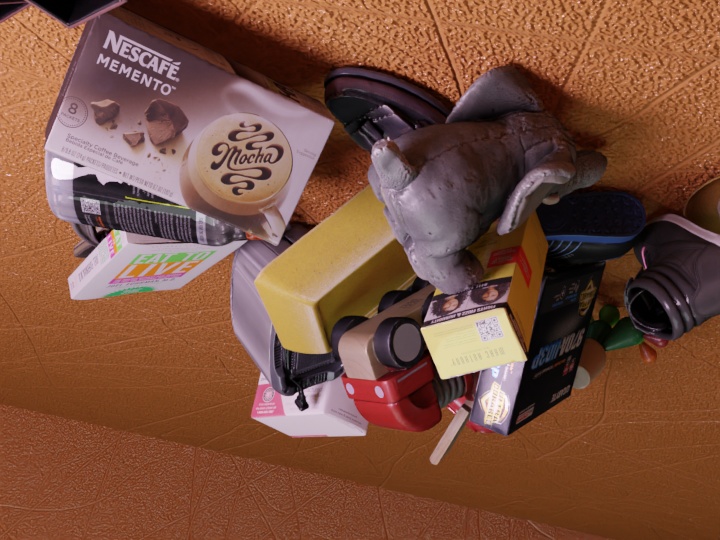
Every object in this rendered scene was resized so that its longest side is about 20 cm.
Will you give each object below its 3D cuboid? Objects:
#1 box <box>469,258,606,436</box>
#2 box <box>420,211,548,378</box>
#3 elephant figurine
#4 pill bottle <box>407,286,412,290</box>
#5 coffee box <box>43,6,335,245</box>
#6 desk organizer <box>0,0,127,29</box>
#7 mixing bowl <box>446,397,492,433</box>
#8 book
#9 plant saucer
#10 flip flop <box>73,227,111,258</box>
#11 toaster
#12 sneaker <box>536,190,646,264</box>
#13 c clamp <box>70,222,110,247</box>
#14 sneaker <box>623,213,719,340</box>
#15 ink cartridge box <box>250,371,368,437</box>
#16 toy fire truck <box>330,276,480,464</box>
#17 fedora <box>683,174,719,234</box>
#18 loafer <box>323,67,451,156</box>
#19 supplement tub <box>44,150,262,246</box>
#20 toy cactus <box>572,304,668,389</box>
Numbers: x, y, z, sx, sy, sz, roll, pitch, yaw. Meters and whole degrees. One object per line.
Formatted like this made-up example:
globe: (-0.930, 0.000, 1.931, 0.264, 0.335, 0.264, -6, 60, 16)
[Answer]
box: (0.185, 0.067, 1.009, 0.045, 0.162, 0.199, 18, -167, 27)
box: (0.109, 0.011, 0.821, 0.074, 0.201, 0.051, -15, 111, 24)
elephant figurine: (0.111, -0.087, 0.777, 0.198, 0.143, 0.155, -29, -165, -2)
pill bottle: (0.080, 0.036, 1.133, 0.197, 0.122, 0.119, -6, 156, 35)
coffee box: (-0.135, -0.117, 0.776, 0.197, 0.114, 0.080, 23, -165, -22)
desk organizer: (-0.233, -0.207, 0.677, 0.198, 0.078, 0.071, -9, 154, 41)
mixing bowl: (0.145, 0.131, 1.239, 0.200, 0.109, 0.200, 42, 175, 4)
book: (-0.222, -0.018, 1.052, 0.132, 0.049, 0.199, -8, 168, -33)
plant saucer: (0.000, 0.000, 0.975, 0.049, 0.199, 0.201, 46, 168, 20)
flip flop: (-0.267, -0.068, 1.110, 0.080, 0.058, 0.200, -1, 152, -34)
toaster: (-0.079, 0.045, 1.127, 0.112, 0.129, 0.203, -17, 131, -29)
sneaker: (0.172, -0.042, 0.956, 0.196, 0.071, 0.078, 8, 156, 4)
c clamp: (-0.214, -0.055, 1.067, 0.196, 0.027, 0.171, -10, 156, -19)
sneaker: (0.276, 0.005, 0.914, 0.098, 0.072, 0.200, -27, -166, -4)
ink cartridge box: (-0.046, 0.100, 1.247, 0.144, 0.203, 0.084, -11, 147, 44)
toy fire truck: (0.070, 0.118, 0.991, 0.175, 0.203, 0.128, -27, -166, -35)
fedora: (0.384, -0.027, 0.875, 0.197, 0.083, 0.201, 9, 160, 3)
loafer: (0.050, -0.106, 0.844, 0.198, 0.064, 0.071, 24, 156, -34)
supplement tub: (-0.175, -0.091, 0.900, 0.196, 0.125, 0.123, 10, 160, 0)
toy cactus: (0.278, 0.095, 1.172, 0.197, 0.104, 0.165, -11, -163, 32)
